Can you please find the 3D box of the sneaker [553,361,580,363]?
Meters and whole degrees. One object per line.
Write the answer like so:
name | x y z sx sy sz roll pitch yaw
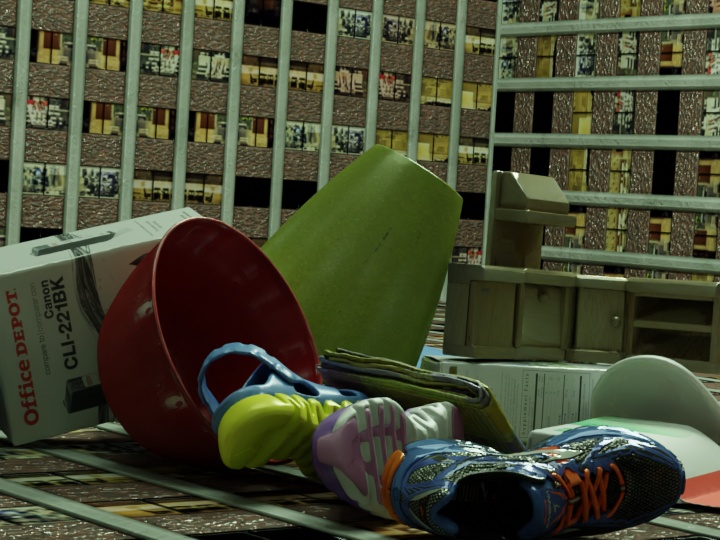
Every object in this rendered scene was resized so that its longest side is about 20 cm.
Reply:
sneaker | 0.166 0.070 1.769 0.088 0.075 0.200 11 1 27

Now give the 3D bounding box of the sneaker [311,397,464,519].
sneaker | 0.004 0.130 1.312 0.088 0.081 0.200 -3 -5 22

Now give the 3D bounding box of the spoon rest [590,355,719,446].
spoon rest | 0.291 0.131 1.590 0.198 0.100 0.061 17 29 1

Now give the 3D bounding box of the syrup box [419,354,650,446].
syrup box | 0.153 0.120 1.654 0.198 0.082 0.079 3 0 -11

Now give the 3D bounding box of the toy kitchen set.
toy kitchen set | 0.202 0.000 1.637 0.199 0.165 0.180 4 0 -44

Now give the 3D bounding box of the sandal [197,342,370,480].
sandal | -0.052 0.098 1.385 0.087 0.079 0.200 51 13 28

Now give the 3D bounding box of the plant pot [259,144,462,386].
plant pot | 0.000 0.000 1.642 0.186 0.201 0.187 32 -4 2

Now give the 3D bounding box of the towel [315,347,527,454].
towel | 0.057 0.112 1.467 0.143 0.023 0.200 10 -19 22

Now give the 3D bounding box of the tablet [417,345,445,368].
tablet | 0.021 0.077 1.782 0.198 0.014 0.130 14 9 12

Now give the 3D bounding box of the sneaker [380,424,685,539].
sneaker | 0.116 0.146 1.206 0.198 0.076 0.078 -5 13 -12

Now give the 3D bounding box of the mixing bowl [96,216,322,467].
mixing bowl | -0.131 0.072 1.457 0.108 0.202 0.200 -26 -13 28

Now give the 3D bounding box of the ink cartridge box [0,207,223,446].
ink cartridge box | -0.211 0.044 1.548 0.199 0.146 0.084 -13 17 -19

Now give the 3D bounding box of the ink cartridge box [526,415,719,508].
ink cartridge box | 0.252 0.150 1.482 0.199 0.051 0.161 2 1 31
